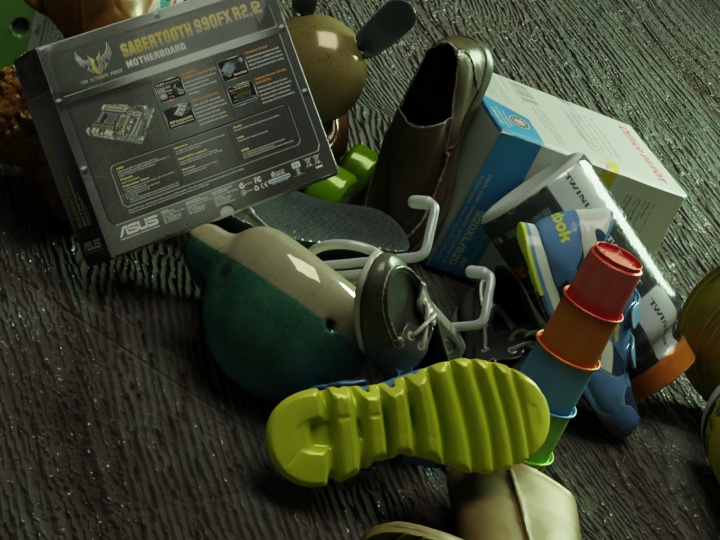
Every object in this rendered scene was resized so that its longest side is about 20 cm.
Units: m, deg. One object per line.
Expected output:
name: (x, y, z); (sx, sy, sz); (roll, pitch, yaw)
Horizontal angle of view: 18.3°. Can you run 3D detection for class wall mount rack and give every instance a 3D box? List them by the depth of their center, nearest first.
wall mount rack: (0.000, 0.000, 1.683); (0.173, 0.075, 0.200); (-3, -29, 26)

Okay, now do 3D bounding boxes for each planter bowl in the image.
planter bowl: (0.361, 0.083, 1.858); (0.200, 0.201, 0.084); (25, 36, -8)

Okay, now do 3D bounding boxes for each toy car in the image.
toy car: (-0.039, -0.166, 1.903); (0.164, 0.201, 0.158); (31, 21, 8)

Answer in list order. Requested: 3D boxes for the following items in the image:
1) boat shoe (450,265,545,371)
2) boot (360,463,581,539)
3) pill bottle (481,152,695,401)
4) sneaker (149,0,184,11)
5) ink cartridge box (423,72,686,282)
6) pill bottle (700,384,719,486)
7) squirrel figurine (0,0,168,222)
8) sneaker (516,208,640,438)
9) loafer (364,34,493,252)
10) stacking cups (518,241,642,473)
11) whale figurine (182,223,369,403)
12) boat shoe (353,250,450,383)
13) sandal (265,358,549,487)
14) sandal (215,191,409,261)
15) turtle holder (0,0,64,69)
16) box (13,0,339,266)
boat shoe: (0.118, 0.061, 1.764); (0.072, 0.063, 0.200); (20, 22, -19)
boot: (0.072, 0.177, 1.456); (0.175, 0.066, 0.200); (30, 19, -12)
pill bottle: (0.196, 0.011, 1.853); (0.200, 0.106, 0.106); (55, 21, -4)
sneaker: (-0.220, -0.278, 2.116); (0.093, 0.070, 0.200); (27, 23, -20)
ink cartridge box: (0.156, -0.067, 1.992); (0.199, 0.145, 0.147); (18, 23, -24)
pill bottle: (0.337, 0.163, 1.731); (0.112, 0.113, 0.200); (22, 22, -15)
squirrel figurine: (-0.193, -0.139, 1.669); (0.141, 0.187, 0.200); (-5, 23, 44)
sneaker: (0.190, 0.041, 1.760); (0.074, 0.082, 0.201); (-117, -176, -68)
loafer: (0.046, -0.111, 1.893); (0.073, 0.201, 0.071); (17, -2, 26)
stacking cups: (0.140, 0.075, 1.570); (0.060, 0.201, 0.061); (26, 19, -10)
whale figurine: (-0.072, 0.031, 1.584); (0.159, 0.104, 0.200); (38, -9, -30)
boat shoe: (0.040, 0.055, 1.532); (0.057, 0.200, 0.067); (14, 58, 19)
sandal: (0.028, 0.100, 1.489); (0.199, 0.080, 0.087); (-1, -2, -14)
sandal: (-0.047, -0.029, 1.809); (0.199, 0.043, 0.076); (15, 35, -35)
turtle holder: (-0.295, -0.194, 1.784); (0.185, 0.142, 0.132); (-21, 19, -11)
box: (-0.131, -0.110, 1.615); (0.199, 0.159, 0.048); (-23, 4, -29)
